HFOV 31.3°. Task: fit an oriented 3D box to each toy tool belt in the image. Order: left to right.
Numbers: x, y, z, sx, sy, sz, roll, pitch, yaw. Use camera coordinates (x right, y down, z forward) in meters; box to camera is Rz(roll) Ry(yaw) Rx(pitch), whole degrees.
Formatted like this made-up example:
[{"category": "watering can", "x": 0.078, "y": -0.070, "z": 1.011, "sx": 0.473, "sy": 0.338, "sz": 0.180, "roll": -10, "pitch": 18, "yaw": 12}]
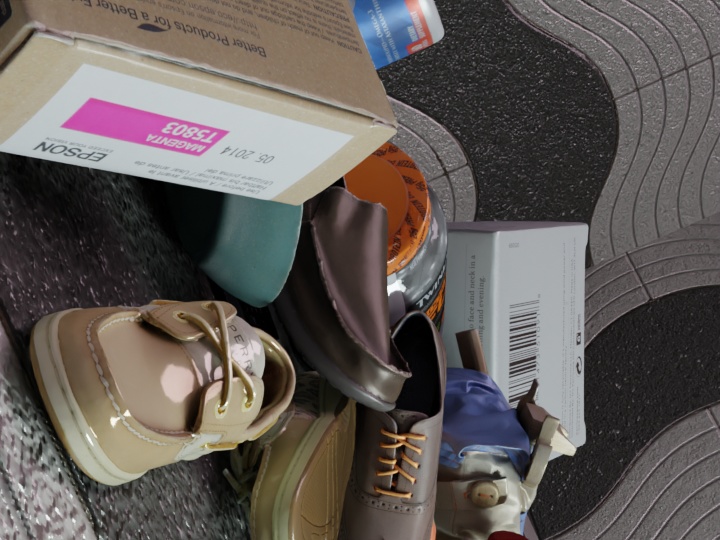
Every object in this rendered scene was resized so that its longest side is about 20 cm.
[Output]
[{"category": "toy tool belt", "x": 0.082, "y": 0.125, "z": 0.868, "sx": 0.200, "sy": 0.123, "sz": 0.124, "roll": -121, "pitch": -138, "yaw": -68}]

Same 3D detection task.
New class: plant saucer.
[{"category": "plant saucer", "x": -0.080, "y": -0.079, "z": 0.716, "sx": 0.200, "sy": 0.036, "sz": 0.203, "roll": 176, "pitch": -90, "yaw": -68}]

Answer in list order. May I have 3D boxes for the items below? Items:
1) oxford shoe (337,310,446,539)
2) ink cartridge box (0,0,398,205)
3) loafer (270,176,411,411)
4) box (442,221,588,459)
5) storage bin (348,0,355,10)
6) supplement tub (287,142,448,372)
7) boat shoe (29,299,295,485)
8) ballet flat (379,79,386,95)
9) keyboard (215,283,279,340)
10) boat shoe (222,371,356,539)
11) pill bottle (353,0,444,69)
[{"category": "oxford shoe", "x": 0.016, "y": 0.119, "z": 0.783, "sx": 0.073, "sy": 0.070, "sz": 0.202, "roll": 96, "pitch": 1, "yaw": -62}, {"category": "ink cartridge box", "x": -0.094, "y": -0.125, "z": 0.544, "sx": 0.199, "sy": 0.075, "sz": 0.166, "roll": 9, "pitch": 55, "yaw": -49}, {"category": "loafer", "x": -0.017, "y": -0.015, "z": 0.737, "sx": 0.073, "sy": 0.071, "sz": 0.202, "roll": 27, "pitch": 34, "yaw": -59}, {"category": "box", "x": 0.098, "y": 0.060, "z": 1.081, "sx": 0.199, "sy": 0.129, "sz": 0.202, "roll": -7, "pitch": 99, "yaw": -59}, {"category": "storage bin", "x": -0.091, "y": -0.224, "z": 0.854, "sx": 0.200, "sy": 0.133, "sz": 0.147, "roll": 50, "pitch": 34, "yaw": -53}, {"category": "supplement tub", "x": 0.000, "y": 0.000, "z": 0.893, "sx": 0.201, "sy": 0.121, "sz": 0.124, "roll": 85, "pitch": -14, "yaw": -65}, {"category": "boat shoe", "x": -0.072, "y": 0.041, "z": 0.531, "sx": 0.200, "sy": 0.068, "sz": 0.075, "roll": 26, "pitch": 42, "yaw": -81}, {"category": "ballet flat", "x": -0.048, "y": -0.105, "z": 0.884, "sx": 0.199, "sy": 0.062, "sz": 0.068, "roll": 6, "pitch": -77, "yaw": 60}, {"category": "keyboard", "x": -0.089, "y": -0.051, "z": 0.857, "sx": 0.104, "sy": 0.039, "sz": 0.202, "roll": 36, "pitch": 33, "yaw": -77}, {"category": "boat shoe", "x": -0.040, "y": 0.104, "z": 0.693, "sx": 0.200, "sy": 0.062, "sz": 0.074, "roll": -61, "pitch": 154, "yaw": -79}, {"category": "pill bottle", "x": -0.042, "y": -0.196, "z": 1.025, "sx": 0.112, "sy": 0.198, "sz": 0.113, "roll": -23, "pitch": 90, "yaw": -83}]
